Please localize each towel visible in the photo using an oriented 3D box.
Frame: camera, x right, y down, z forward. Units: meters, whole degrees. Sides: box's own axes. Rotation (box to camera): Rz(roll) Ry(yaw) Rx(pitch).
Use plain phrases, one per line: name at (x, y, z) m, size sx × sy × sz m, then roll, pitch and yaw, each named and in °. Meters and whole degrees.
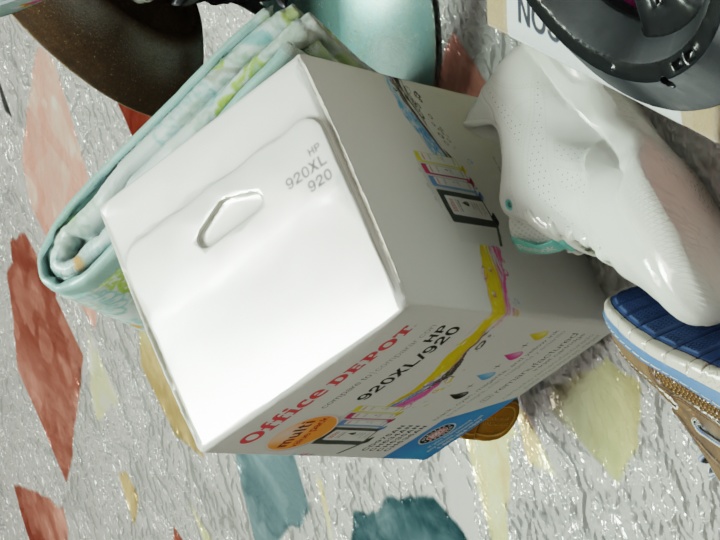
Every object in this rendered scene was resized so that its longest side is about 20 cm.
towel at (-0.063, -0.043, 1.484) m, size 0.048 × 0.200 × 0.171 m, roll 51°, pitch -169°, yaw 30°

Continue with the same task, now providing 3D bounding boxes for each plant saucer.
plant saucer at (-0.020, -0.163, 1.590) m, size 0.201 × 0.039 × 0.202 m, roll 43°, pitch 141°, yaw 49°
plant saucer at (-0.153, -0.174, 1.549) m, size 0.037 × 0.200 × 0.201 m, roll -40°, pitch 60°, yaw 19°

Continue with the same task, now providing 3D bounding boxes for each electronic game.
electronic game at (0.109, -0.160, 1.118) m, size 0.200 × 0.042 × 0.200 m, roll 41°, pitch 145°, yaw 38°

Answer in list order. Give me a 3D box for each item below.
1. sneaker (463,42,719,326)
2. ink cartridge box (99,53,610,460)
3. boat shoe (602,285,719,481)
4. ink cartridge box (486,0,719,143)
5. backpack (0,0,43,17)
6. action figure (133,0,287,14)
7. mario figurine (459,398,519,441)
sneaker at (0.111, -0.030, 1.302) m, size 0.088 × 0.075 × 0.200 m, roll -43°, pitch 45°, yaw 16°
ink cartridge box at (0.000, 0.000, 1.391) m, size 0.147 × 0.200 × 0.145 m, roll -36°, pitch 66°, yaw 27°
boat shoe at (0.177, 0.064, 1.252) m, size 0.200 × 0.072 × 0.073 m, roll 36°, pitch 137°, yaw 55°
ink cartridge box at (0.130, -0.165, 1.211) m, size 0.200 × 0.075 × 0.165 m, roll 34°, pitch 133°, yaw 55°
backpack at (-0.170, -0.211, 1.343) m, size 0.176 × 0.200 × 0.154 m, roll -14°, pitch 116°, yaw 45°
action figure at (-0.102, -0.205, 1.526) m, size 0.119 × 0.102 × 0.200 m, roll -119°, pitch 5°, yaw -50°
mario figurine at (0.031, 0.010, 1.573) m, size 0.200 × 0.106 × 0.124 m, roll 40°, pitch 96°, yaw 40°
